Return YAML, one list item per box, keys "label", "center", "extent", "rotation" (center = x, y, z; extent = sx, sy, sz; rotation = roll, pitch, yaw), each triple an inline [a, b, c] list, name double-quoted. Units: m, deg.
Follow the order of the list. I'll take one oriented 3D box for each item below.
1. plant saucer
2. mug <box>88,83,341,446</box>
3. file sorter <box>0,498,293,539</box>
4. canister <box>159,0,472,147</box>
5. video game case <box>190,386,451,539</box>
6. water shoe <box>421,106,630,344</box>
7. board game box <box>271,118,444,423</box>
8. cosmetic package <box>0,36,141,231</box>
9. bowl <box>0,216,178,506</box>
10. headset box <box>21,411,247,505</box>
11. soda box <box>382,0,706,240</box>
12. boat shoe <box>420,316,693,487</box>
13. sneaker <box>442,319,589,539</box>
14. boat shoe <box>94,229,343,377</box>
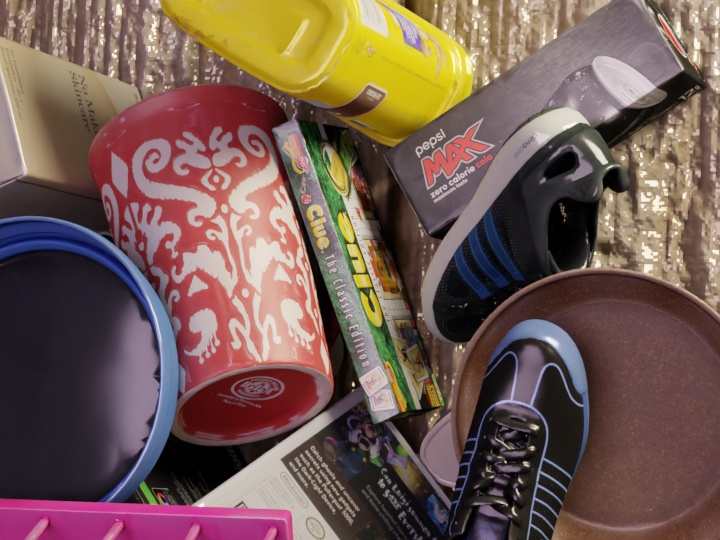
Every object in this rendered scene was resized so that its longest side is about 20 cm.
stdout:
- label: "plant saucer"
  center: [0.156, 0.093, 1.409]
  extent: [0.200, 0.037, 0.201]
  rotation: [4, 103, 18]
- label: "mug"
  center: [-0.070, -0.002, 1.462]
  extent: [0.177, 0.133, 0.200]
  rotation: [-4, 59, -19]
- label: "file sorter"
  center: [-0.145, 0.221, 1.296]
  extent: [0.200, 0.125, 0.139]
  rotation: [1, 110, 12]
- label: "canister"
  center: [-0.027, -0.152, 1.470]
  extent: [0.148, 0.200, 0.087]
  rotation: [33, 97, 22]
- label: "video game case"
  center: [0.005, 0.190, 1.416]
  extent: [0.200, 0.182, 0.023]
  rotation: [53, 133, 4]
- label: "water shoe"
  center: [0.100, -0.009, 1.431]
  extent: [0.079, 0.071, 0.200]
  rotation: [50, 137, 26]
- label: "board game box"
  center: [0.000, 0.000, 1.484]
  extent: [0.023, 0.105, 0.200]
  rotation: [-21, 84, 20]
- label: "cosmetic package"
  center: [-0.215, -0.085, 1.543]
  extent: [0.073, 0.200, 0.104]
  rotation: [-21, 78, 20]
- label: "bowl"
  center: [-0.202, 0.068, 1.392]
  extent: [0.200, 0.039, 0.201]
  rotation: [-3, 80, 20]
- label: "headset box"
  center: [-0.171, 0.118, 1.502]
  extent: [0.093, 0.200, 0.174]
  rotation: [-37, 71, 15]
- label: "soda box"
  center: [0.119, -0.097, 1.478]
  extent: [0.200, 0.063, 0.071]
  rotation: [-34, 73, 17]
- label: "boat shoe"
  center: [0.132, 0.083, 1.465]
  extent: [0.200, 0.057, 0.067]
  rotation: [-29, 92, 22]
- label: "sneaker"
  center: [0.091, 0.132, 1.378]
  extent: [0.070, 0.078, 0.200]
  rotation: [11, 105, 15]
- label: "boat shoe"
  center: [-0.106, 0.027, 1.558]
  extent: [0.200, 0.064, 0.071]
  rotation: [25, 94, 23]
